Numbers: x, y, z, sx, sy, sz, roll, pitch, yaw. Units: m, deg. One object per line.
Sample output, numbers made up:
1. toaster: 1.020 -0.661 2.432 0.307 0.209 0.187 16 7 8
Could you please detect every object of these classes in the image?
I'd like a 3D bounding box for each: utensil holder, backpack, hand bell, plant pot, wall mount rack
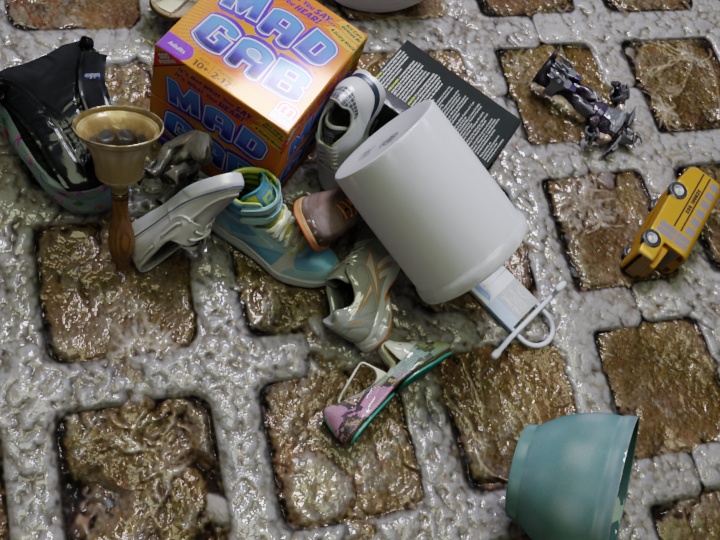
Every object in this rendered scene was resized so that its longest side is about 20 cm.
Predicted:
1. utensil holder: 0.088 -0.088 1.205 0.170 0.169 0.200 -47 107 -28
2. backpack: -0.367 -0.175 1.226 0.166 0.127 0.201 -30 78 -12
3. hand bell: -0.291 -0.087 1.157 0.103 0.201 0.105 6 35 -4
4. plant pot: 0.256 0.262 1.175 0.133 0.201 0.201 12 59 21
5. wall mount rack: 0.183 0.034 1.313 0.200 0.075 0.174 45 64 9

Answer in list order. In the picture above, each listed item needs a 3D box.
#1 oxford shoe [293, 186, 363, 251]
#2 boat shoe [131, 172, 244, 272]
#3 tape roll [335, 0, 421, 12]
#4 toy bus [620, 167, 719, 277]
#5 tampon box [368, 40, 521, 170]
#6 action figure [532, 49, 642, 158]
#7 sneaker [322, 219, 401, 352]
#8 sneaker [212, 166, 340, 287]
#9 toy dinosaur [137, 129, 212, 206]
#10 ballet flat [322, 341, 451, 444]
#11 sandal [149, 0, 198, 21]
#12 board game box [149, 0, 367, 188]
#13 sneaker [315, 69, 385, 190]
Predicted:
1. oxford shoe: -0.032 -0.080 1.243 0.072 0.072 0.200 61 19 -9
2. boat shoe: -0.214 -0.058 1.195 0.073 0.199 0.066 -12 77 -56
3. tape roll: 0.030 -0.512 1.456 0.201 0.203 0.140 3 65 -14
4. toy bus: 0.470 -0.067 1.448 0.078 0.065 0.200 36 61 1
5. tampon box: 0.093 -0.189 1.345 0.199 0.150 0.126 37 57 3
6. action figure: 0.366 -0.261 1.509 0.199 0.069 0.130 38 52 -1
7. sneaker: 0.000 0.000 1.260 0.092 0.075 0.202 27 56 -33
8. sneaker: -0.106 -0.058 1.242 0.199 0.131 0.080 28 60 -3
9. toy dinosaur: -0.226 -0.141 1.204 0.077 0.200 0.103 38 61 -5
10. ballet flat: 0.031 0.138 1.227 0.200 0.069 0.071 -39 79 -23
11. sandal: -0.252 -0.422 1.422 0.080 0.054 0.201 27 46 -8
12. board game box: -0.143 -0.247 1.282 0.199 0.200 0.201 34 61 2
13. sneaker: -0.032 -0.174 1.279 0.076 0.201 0.081 32 48 15
